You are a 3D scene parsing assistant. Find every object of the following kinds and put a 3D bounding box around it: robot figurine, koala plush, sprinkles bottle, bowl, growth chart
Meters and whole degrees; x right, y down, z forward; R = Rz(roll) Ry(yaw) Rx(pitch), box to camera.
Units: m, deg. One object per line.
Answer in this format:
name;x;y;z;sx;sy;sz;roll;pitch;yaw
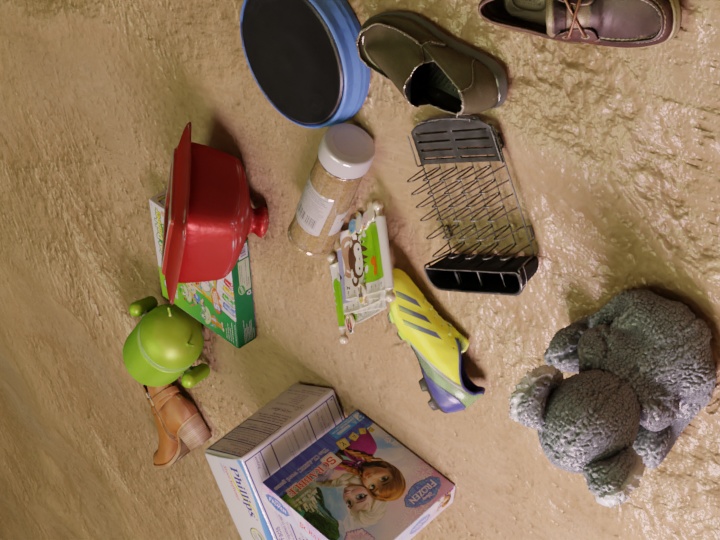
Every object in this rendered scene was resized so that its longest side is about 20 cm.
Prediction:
robot figurine;-0.339;0.129;1.945;0.176;0.115;0.200;54;145;3
koala plush;0.249;0.130;1.145;0.178;0.199;0.184;48;145;12
sprinkles bottle;-0.040;-0.098;1.437;0.068;0.068;0.201;46;145;15
bowl;-0.073;-0.266;1.370;0.200;0.039;0.202;31;138;33
growth chart;0.000;0.000;1.465;0.200;0.018;0.146;138;123;-62

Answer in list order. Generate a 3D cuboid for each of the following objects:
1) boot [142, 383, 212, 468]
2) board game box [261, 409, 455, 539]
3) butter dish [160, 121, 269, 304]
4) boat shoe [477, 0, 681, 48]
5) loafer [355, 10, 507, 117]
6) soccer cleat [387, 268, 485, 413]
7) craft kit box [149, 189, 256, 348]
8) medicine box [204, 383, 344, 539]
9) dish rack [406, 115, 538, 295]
boot;-0.374;0.285;2.144;0.156;0.077;0.200;54;143;1
board game box;-0.003;0.315;1.605;0.199;0.199;0.041;33;139;29
butter dish;-0.202;-0.075;1.601;0.201;0.146;0.201;111;159;-52
boat shoe;0.194;-0.235;1.035;0.199;0.072;0.073;24;134;39
loafer;0.063;-0.220;1.210;0.199;0.069;0.076;29;137;35
soccer cleat;0.095;0.083;1.438;0.083;0.065;0.202;-24;93;24
craft kit box;-0.250;-0.003;1.797;0.197;0.048;0.201;33;139;35
medicine box;-0.108;0.303;1.722;0.102;0.199;0.184;2;119;50
dish rack;0.117;-0.075;1.275;0.153;0.054;0.202;3;118;49
